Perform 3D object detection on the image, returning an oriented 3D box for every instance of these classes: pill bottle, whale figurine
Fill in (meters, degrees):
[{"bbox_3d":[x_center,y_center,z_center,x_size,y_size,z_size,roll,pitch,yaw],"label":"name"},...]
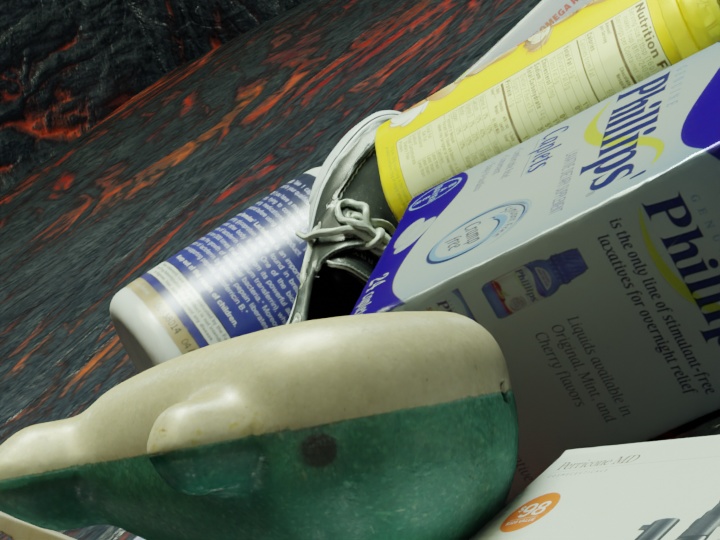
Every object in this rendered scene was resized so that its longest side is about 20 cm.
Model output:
[{"bbox_3d":[-0.033,0.012,1.195,0.199,0.116,0.116,-34,12,-12],"label":"pill bottle"},{"bbox_3d":[-0.038,0.078,0.778,0.199,0.104,0.159,-13,-4,15],"label":"whale figurine"}]

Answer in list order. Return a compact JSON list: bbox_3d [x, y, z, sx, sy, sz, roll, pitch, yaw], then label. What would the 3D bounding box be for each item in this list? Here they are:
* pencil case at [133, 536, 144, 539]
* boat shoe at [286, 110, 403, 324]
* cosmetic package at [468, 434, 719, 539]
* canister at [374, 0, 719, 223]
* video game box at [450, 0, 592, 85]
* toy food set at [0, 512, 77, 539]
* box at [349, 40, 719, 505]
[{"bbox_3d":[-0.080,0.146,0.833,0.090,0.084,0.200,-1,30,48],"label":"pencil case"},{"bbox_3d":[-0.003,-0.001,1.102,0.200,0.073,0.068,-65,8,-22],"label":"boat shoe"},{"bbox_3d":[0.089,0.110,0.649,0.151,0.052,0.200,-35,12,-33],"label":"cosmetic package"},{"bbox_3d":[0.125,-0.069,1.075,0.199,0.148,0.087,-29,51,25],"label":"canister"},{"bbox_3d":[0.121,-0.130,1.364,0.182,0.047,0.200,-40,-7,13],"label":"video game box"},{"bbox_3d":[-0.180,0.140,0.947,0.200,0.143,0.061,-124,56,-78],"label":"toy food set"},{"bbox_3d":[0.113,-0.004,0.926,0.199,0.105,0.184,-26,13,19],"label":"box"}]
